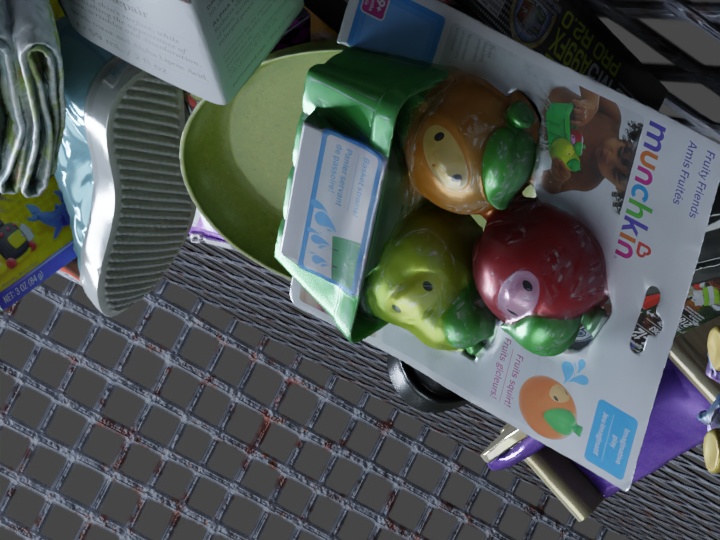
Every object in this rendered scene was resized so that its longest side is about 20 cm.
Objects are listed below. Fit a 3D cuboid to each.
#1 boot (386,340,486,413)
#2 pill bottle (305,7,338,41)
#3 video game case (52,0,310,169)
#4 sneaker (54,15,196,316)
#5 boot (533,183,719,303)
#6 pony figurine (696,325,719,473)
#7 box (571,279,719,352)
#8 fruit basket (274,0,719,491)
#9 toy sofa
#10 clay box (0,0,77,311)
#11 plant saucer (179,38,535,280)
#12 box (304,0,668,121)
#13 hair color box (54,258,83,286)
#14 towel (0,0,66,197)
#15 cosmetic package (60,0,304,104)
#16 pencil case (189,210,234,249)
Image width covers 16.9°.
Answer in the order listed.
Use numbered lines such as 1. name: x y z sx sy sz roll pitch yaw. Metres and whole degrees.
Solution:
1. boot: 0.126 0.012 1.538 0.079 0.211 0.158 54 147 8
2. pill bottle: -0.014 -0.088 1.409 0.200 0.109 0.109 26 173 4
3. video game case: -0.106 -0.128 1.304 0.200 0.036 0.181 41 153 22
4. sneaker: -0.140 -0.062 1.333 0.082 0.074 0.200 41 144 27
5. boot: 0.154 -0.036 1.107 0.200 0.073 0.182 -1 157 35
6. pony figurine: 0.270 0.054 1.184 0.200 0.167 0.193 -5 161 -12
7. box: 0.130 -0.021 1.339 0.136 0.038 0.200 -28 140 27
8. fruit basket: 0.055 -0.016 1.089 0.200 0.185 0.094 34 -142 30
9. toy sofa: 0.168 0.092 1.515 0.083 0.098 0.200 47 145 -2
10. clay box: -0.206 -0.091 1.344 0.048 0.115 0.200 22 143 48
11. plant saucer: 0.009 -0.054 1.224 0.200 0.031 0.200 7 144 5
12. box: 0.039 -0.130 1.186 0.160 0.044 0.200 20 170 38
13. hair color box: -0.159 -0.100 1.479 0.064 0.200 0.111 24 173 22
14. towel: -0.184 -0.157 1.209 0.048 0.200 0.171 -10 158 -11
15. cosmetic package: -0.098 -0.170 1.083 0.102 0.074 0.200 27 159 24
16. pencil case: -0.035 -0.032 1.574 0.200 0.086 0.084 20 156 36
